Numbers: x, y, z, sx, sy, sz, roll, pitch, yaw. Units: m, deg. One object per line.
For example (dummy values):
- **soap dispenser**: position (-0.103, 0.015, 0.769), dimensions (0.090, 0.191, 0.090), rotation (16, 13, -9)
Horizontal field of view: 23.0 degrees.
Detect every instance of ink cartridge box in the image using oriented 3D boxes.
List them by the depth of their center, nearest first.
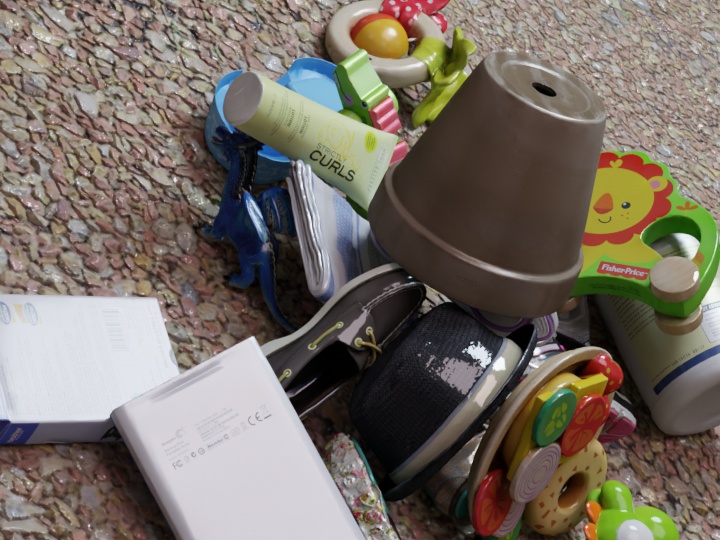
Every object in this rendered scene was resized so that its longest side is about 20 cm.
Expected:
- **ink cartridge box**: position (-0.237, 0.078, 1.405), dimensions (0.198, 0.042, 0.120), rotation (4, 53, -39)

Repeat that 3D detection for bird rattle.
- **bird rattle**: position (0.041, -0.252, 1.879), dimensions (0.161, 0.113, 0.201), rotation (-8, 55, -23)

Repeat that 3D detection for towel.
- **towel**: position (0.000, 0.000, 1.605), dimensions (0.200, 0.024, 0.148), rotation (40, 31, -49)

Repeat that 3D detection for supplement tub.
- **supplement tub**: position (0.325, 0.048, 1.791), dimensions (0.144, 0.145, 0.201), rotation (0, 55, -38)

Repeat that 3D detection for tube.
- **tube**: position (-0.039, -0.121, 1.603), dimensions (0.199, 0.058, 0.052), rotation (26, 33, -45)

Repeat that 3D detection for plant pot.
- **plant pot**: position (0.126, -0.086, 1.537), dimensions (0.198, 0.175, 0.201), rotation (18, 29, -10)

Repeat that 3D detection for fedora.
- **fedora**: position (0.058, 0.097, 1.500), dimensions (0.092, 0.201, 0.201), rotation (43, 40, -4)

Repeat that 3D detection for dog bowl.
- **dog bowl**: position (-0.071, -0.144, 1.726), dimensions (0.199, 0.050, 0.112), rotation (-18, 67, -46)

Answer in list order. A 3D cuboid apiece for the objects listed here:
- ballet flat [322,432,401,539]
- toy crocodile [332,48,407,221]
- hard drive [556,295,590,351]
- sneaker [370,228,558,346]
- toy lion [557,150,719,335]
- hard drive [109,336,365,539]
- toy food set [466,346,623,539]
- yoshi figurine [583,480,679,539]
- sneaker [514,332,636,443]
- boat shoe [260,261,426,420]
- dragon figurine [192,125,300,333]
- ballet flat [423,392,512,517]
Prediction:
- **ballet flat**: position (0.000, 0.223, 1.441), dimensions (0.063, 0.076, 0.201), rotation (-13, 58, -22)
- **toy crocodile**: position (0.019, -0.114, 1.702), dimensions (0.067, 0.061, 0.202), rotation (-34, 118, -40)
- **hard drive**: position (0.165, -0.013, 1.805), dimensions (0.139, 0.038, 0.201), rotation (23, 43, -21)
- **sneaker**: position (0.104, -0.005, 1.656), dimensions (0.199, 0.075, 0.100), rotation (37, 11, 3)
- **toy lion**: position (0.261, -0.040, 1.740), dimensions (0.198, 0.069, 0.193), rotation (11, 51, 26)
- **hard drive**: position (-0.092, 0.170, 1.385), dimensions (0.131, 0.025, 0.201), rotation (-27, 83, -23)
- **toy food set**: position (0.163, 0.158, 1.538), dimensions (0.048, 0.202, 0.197), rotation (35, 30, 31)
- **yoshi figurine**: position (0.254, 0.283, 1.550), dimensions (0.112, 0.111, 0.202), rotation (61, 17, -60)
- **sneaker**: position (0.180, 0.095, 1.690), dimensions (0.198, 0.074, 0.088), rotation (24, 49, -12)
- **boat shoe**: position (-0.019, 0.069, 1.498), dimensions (0.200, 0.072, 0.061), rotation (-35, 48, -13)
- **dragon figurine**: position (-0.089, -0.038, 1.578), dimensions (0.058, 0.100, 0.201), rotation (-10, 61, -42)
- **ballet flat**: position (0.128, 0.147, 1.592), dimensions (0.199, 0.069, 0.067), rotation (-28, 52, -37)
